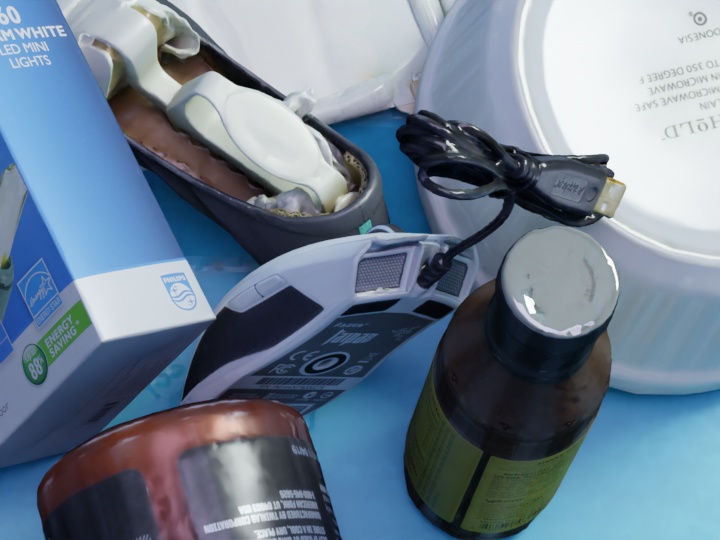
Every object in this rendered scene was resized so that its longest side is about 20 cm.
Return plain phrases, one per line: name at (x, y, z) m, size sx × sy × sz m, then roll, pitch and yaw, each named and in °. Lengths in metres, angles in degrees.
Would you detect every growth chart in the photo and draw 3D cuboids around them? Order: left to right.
growth chart at (-0.050, -0.108, 1.195) m, size 0.199 × 0.018 × 0.146 m, roll -10°, pitch 70°, yaw -9°

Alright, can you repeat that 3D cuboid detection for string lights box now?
string lights box at (-0.142, -0.038, 1.110) m, size 0.059 × 0.103 × 0.201 m, roll -12°, pitch 67°, yaw -44°

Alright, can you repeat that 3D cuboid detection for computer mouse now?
computer mouse at (0.000, 0.000, 1.075) m, size 0.109 × 0.200 × 0.044 m, roll 3°, pitch 61°, yaw -46°

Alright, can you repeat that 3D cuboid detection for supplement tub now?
supplement tub at (-0.044, 0.154, 1.051) m, size 0.106 × 0.107 × 0.201 m, roll -13°, pitch 71°, yaw -10°

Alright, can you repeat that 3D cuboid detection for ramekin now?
ramekin at (0.124, -0.062, 1.145) m, size 0.201 × 0.094 × 0.204 m, roll 3°, pitch 71°, yaw -9°

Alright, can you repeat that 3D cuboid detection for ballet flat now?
ballet flat at (-0.070, -0.068, 1.135) m, size 0.200 × 0.073 × 0.073 m, roll 37°, pitch 71°, yaw 9°

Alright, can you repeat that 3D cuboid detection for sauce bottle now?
sauce bottle at (0.056, 0.041, 1.053) m, size 0.064 × 0.200 × 0.065 m, roll 3°, pitch 69°, yaw -7°
